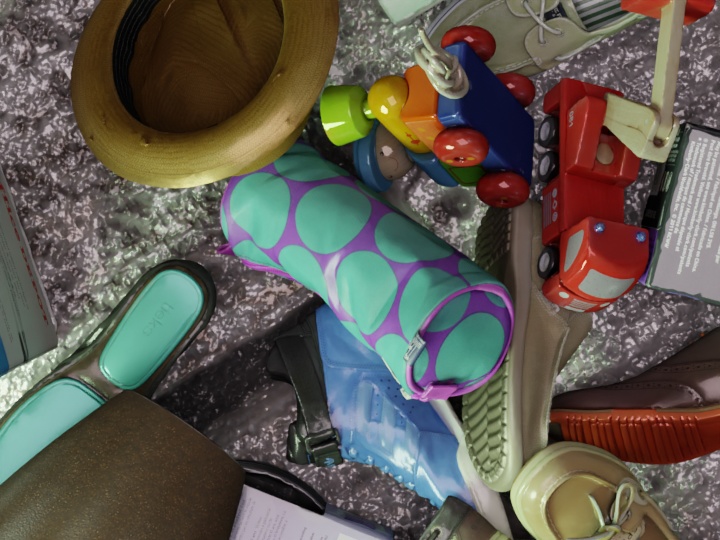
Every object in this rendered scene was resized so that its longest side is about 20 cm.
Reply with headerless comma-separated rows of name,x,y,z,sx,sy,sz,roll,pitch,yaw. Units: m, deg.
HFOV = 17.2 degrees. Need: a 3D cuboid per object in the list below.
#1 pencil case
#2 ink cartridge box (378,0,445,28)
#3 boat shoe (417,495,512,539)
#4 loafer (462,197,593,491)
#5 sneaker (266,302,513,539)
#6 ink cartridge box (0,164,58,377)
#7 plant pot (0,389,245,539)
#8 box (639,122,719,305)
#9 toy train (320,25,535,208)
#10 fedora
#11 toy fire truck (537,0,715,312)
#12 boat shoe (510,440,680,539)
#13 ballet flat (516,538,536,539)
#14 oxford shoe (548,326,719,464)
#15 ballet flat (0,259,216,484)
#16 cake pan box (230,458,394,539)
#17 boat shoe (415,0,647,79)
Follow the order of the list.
pencil case,0.000,0.000,1.477,0.200,0.085,0.093,38,103,37
ink cartridge box,0.039,-0.281,1.526,0.161,0.050,0.200,-32,94,3
boat shoe,0.010,0.222,1.496,0.201,0.072,0.066,-44,82,12
loafer,0.110,0.045,1.500,0.068,0.076,0.201,13,66,-18
sneaker,0.012,0.115,1.531,0.111,0.077,0.200,-28,88,-3
ink cartridge box,-0.264,0.001,1.472,0.086,0.200,0.147,-19,92,4
plant pot,-0.163,0.180,1.455,0.187,0.187,0.200,35,79,-1
box,0.281,-0.019,1.495,0.199,0.122,0.106,15,94,0
toy train,0.025,-0.104,1.457,0.115,0.200,0.085,-5,68,24
fedora,-0.087,-0.124,1.497,0.200,0.082,0.201,-12,57,19
toy fire truck,0.162,-0.087,1.461,0.049,0.141,0.201,12,66,-21
boat shoe,0.168,0.173,1.488,0.073,0.063,0.200,-48,129,4
ballet flat,0.143,0.267,1.547,0.069,0.069,0.201,-17,92,2
oxford shoe,0.215,0.079,1.541,0.199,0.071,0.073,-4,62,6
ballet flat,-0.164,0.075,1.539,0.200,0.068,0.068,-44,91,3
cake pan box,-0.093,0.223,1.555,0.184,0.052,0.200,20,94,-2
boat shoe,0.127,-0.170,1.520,0.200,0.062,0.072,-25,92,4
